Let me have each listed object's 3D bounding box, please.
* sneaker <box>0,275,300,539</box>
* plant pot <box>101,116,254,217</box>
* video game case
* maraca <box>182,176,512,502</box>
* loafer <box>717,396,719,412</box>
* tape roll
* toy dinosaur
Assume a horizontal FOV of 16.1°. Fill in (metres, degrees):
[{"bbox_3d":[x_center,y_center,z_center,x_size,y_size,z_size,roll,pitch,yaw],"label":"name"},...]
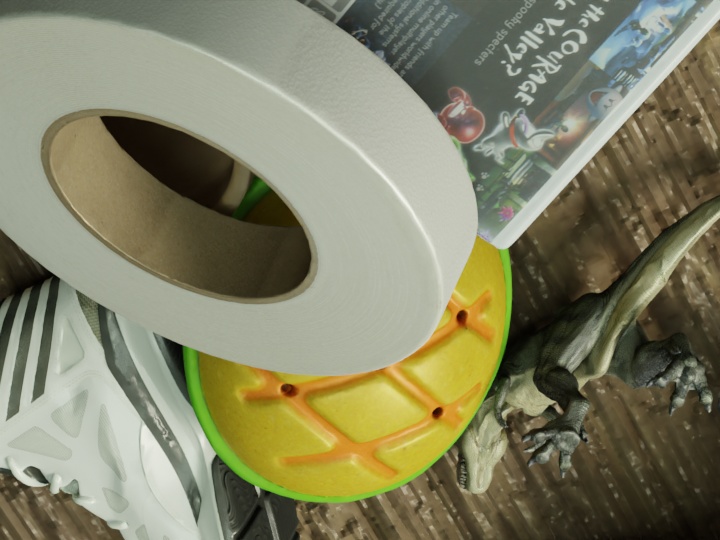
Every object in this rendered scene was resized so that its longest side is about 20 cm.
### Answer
[{"bbox_3d":[-0.102,0.089,1.111,0.115,0.076,0.201,-13,108,20],"label":"sneaker"},{"bbox_3d":[-0.118,-0.104,0.969,0.200,0.093,0.201,17,148,11],"label":"plant pot"},{"bbox_3d":[0.041,-0.128,0.845,0.182,0.023,0.200,35,113,-16],"label":"video game case"},{"bbox_3d":[0.000,0.000,1.032,0.137,0.107,0.201,7,105,-21],"label":"maraca"},{"bbox_3d":[0.236,0.095,1.095,0.200,0.072,0.063,40,86,-21],"label":"loafer"},{"bbox_3d":[-0.057,-0.035,0.900,0.202,0.037,0.203,19,150,11],"label":"tape roll"},{"bbox_3d":[0.101,0.036,1.052,0.047,0.088,0.200,37,115,-26],"label":"toy dinosaur"}]
